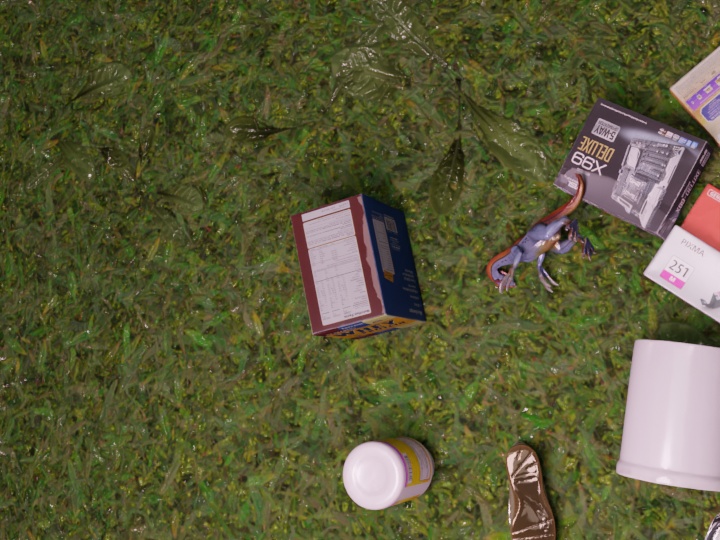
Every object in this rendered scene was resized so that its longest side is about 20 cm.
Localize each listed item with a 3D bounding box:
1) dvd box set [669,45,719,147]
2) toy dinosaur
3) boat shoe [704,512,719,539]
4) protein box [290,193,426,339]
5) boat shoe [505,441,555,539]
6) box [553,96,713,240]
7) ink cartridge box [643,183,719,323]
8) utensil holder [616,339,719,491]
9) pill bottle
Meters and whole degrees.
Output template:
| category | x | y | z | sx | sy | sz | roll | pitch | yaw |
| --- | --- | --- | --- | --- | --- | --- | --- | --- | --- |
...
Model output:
| category | x | y | z | sx | sy | sz | roll | pitch | yaw |
| --- | --- | --- | --- | --- | --- | --- | --- | --- | --- |
| dvd box set | 0.598 | -0.255 | 1.563 | 0.146 | 0.029 | 0.201 | -41 | 70 | 14 |
| toy dinosaur | 0.286 | -0.036 | 1.644 | 0.180 | 0.105 | 0.202 | -7 | 60 | 44 |
| boat shoe | 0.523 | 0.456 | 1.504 | 0.075 | 0.060 | 0.202 | 11 | 88 | 23 |
| protein box | 0.000 | 0.000 | 1.700 | 0.134 | 0.198 | 0.202 | -15 | 79 | 21 |
| boat shoe | 0.270 | 0.378 | 1.629 | 0.072 | 0.063 | 0.203 | -11 | 86 | 9 |
| box | 0.427 | -0.162 | 1.598 | 0.199 | 0.050 | 0.159 | 32 | 97 | 34 |
| ink cartridge box | 0.565 | -0.012 | 1.547 | 0.199 | 0.043 | 0.175 | 35 | 100 | 22 |
| utensil holder | 0.473 | 0.211 | 1.494 | 0.168 | 0.170 | 0.202 | 6 | 86 | 23 |
| pill bottle | 0.055 | 0.324 | 1.641 | 0.103 | 0.200 | 0.106 | -3 | 83 | 23 |
